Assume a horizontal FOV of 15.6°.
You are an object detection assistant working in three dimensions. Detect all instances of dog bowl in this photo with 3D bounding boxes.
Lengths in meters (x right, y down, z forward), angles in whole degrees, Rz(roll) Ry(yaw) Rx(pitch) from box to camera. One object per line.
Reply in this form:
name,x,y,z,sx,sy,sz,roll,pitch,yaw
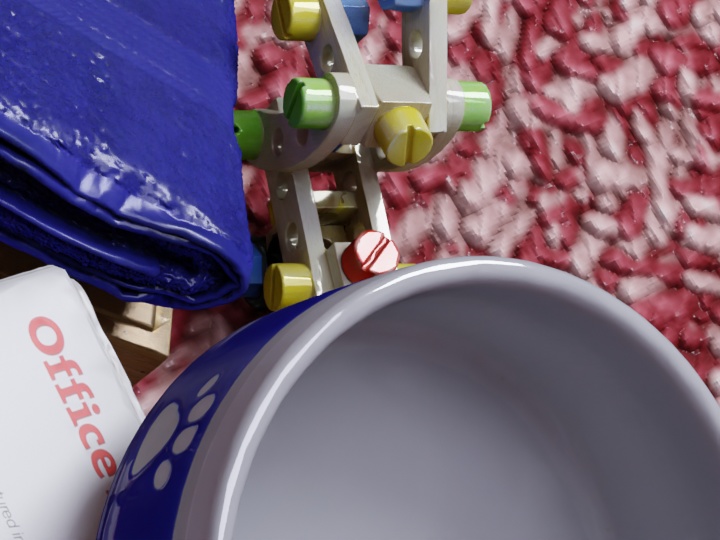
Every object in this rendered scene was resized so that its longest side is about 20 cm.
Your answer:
dog bowl,0.024,0.100,0.771,0.200,0.079,0.201,6,78,-31

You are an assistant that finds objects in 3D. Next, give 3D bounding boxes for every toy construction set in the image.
toy construction set,0.000,0.000,0.908,0.092,0.131,0.200,14,59,-21

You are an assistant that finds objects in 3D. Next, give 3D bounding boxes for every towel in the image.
towel,-0.106,-0.080,0.887,0.148,0.050,0.200,31,33,-28

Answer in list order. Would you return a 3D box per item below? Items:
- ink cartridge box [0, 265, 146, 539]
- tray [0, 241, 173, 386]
ink cartridge box,-0.149,0.097,0.764,0.200,0.084,0.146,-18,77,-44
tray,-0.153,-0.038,0.878,0.200,0.037,0.099,22,53,-28
